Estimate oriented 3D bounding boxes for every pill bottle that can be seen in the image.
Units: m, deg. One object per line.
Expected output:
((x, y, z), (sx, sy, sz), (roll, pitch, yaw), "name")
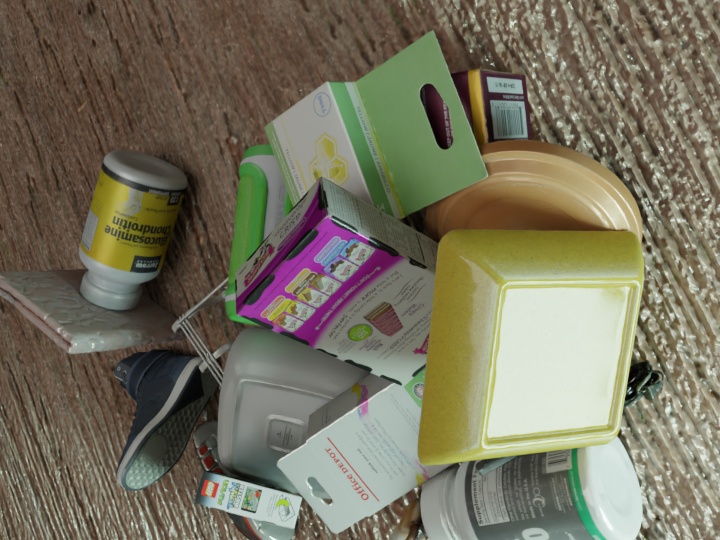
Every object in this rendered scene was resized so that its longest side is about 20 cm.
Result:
((-0.314, -0.052, 1.069), (0.112, 0.112, 0.200), (31, 110, 26), "pill bottle")
((0.168, 0.231, 0.800), (0.200, 0.113, 0.113), (-24, 85, 36), "pill bottle")

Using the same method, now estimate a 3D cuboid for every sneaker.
((-0.174, 0.300, 1.075), (0.200, 0.077, 0.082), (53, 133, 18), "sneaker")
((-0.299, 0.197, 1.087), (0.146, 0.202, 0.077), (9, 144, 33), "sneaker")

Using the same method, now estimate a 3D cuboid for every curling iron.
((0.198, 0.141, 0.754), (0.200, 0.050, 0.026), (-28, 96, 5), "curling iron")

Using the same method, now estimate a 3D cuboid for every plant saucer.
((0.153, 0.069, 0.652), (0.048, 0.200, 0.200), (-151, 63, -62), "plant saucer")
((0.157, -0.033, 0.738), (0.200, 0.032, 0.200), (15, 141, 13), "plant saucer")

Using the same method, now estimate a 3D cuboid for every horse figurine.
((0.051, 0.319, 0.906), (0.050, 0.133, 0.200), (28, 107, 5), "horse figurine")

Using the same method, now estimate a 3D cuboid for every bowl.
((-0.080, 0.181, 0.940), (0.199, 0.075, 0.200), (12, 111, 8), "bowl")

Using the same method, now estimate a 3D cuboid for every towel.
((-0.369, 0.053, 1.082), (0.191, 0.200, 0.032), (30, 107, 27), "towel")

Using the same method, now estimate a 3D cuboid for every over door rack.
((-0.132, 0.067, 1.010), (0.200, 0.067, 0.148), (-43, 76, 20), "over door rack")

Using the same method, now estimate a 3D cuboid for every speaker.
((-0.108, -0.040, 0.919), (0.088, 0.088, 0.200), (-6, 73, 35), "speaker")

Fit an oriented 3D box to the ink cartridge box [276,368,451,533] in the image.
((0.021, 0.180, 0.852), (0.200, 0.067, 0.117), (-34, 103, 9), "ink cartridge box")

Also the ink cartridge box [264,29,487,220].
((0.007, -0.112, 0.739), (0.200, 0.048, 0.146), (-25, 83, 44), "ink cartridge box")

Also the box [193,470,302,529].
((-0.131, 0.262, 0.913), (0.110, 0.200, 0.035), (17, 74, -5), "box")

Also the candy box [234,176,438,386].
((0.004, 0.018, 0.729), (0.136, 0.200, 0.061), (-44, 34, 28), "candy box")

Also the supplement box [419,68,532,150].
((0.060, -0.143, 0.804), (0.200, 0.110, 0.086), (-3, 97, 35), "supplement box")
